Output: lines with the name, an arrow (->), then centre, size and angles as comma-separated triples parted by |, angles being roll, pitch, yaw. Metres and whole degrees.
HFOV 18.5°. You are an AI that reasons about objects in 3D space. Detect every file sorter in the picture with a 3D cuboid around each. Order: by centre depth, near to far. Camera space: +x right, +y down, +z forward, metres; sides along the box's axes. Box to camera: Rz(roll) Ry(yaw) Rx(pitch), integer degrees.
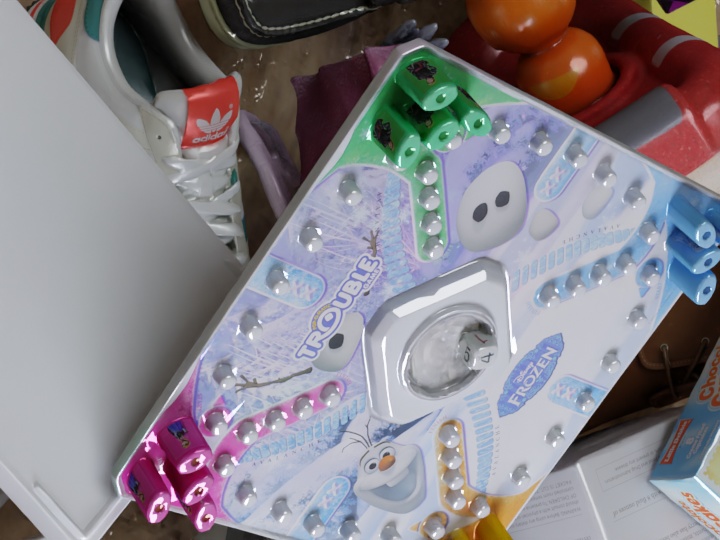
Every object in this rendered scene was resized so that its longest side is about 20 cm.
file sorter -> -0.162, 0.001, 0.859 | 0.200, 0.124, 0.139 | 50, 52, -14

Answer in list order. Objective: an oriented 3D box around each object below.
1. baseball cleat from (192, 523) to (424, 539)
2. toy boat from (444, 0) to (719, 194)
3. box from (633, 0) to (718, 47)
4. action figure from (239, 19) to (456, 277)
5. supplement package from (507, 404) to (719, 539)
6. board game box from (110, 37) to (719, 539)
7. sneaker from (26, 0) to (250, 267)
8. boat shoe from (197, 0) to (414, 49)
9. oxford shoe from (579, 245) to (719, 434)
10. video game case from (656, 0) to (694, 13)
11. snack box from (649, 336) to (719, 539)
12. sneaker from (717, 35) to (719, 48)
baseball cleat -> 0.007, 0.089, 0.970 | 0.200, 0.106, 0.070 | -51, 121, -30
toy boat -> 0.092, -0.095, 1.033 | 0.130, 0.200, 0.131 | -32, 114, -4
box -> 0.146, -0.157, 1.172 | 0.050, 0.075, 0.202 | 12, 70, -33
action figure -> 0.000, 0.000, 0.936 | 0.134, 0.148, 0.202 | 43, 44, -56
supplement package -> 0.134, 0.177, 1.026 | 0.121, 0.119, 0.202 | -17, 86, -40
board game box -> 0.034, 0.032, 0.837 | 0.199, 0.201, 0.026 | 22, 20, -43
sneaker -> -0.082, -0.038, 0.950 | 0.070, 0.093, 0.201 | -18, 87, -38
boat shoe -> 0.016, -0.155, 0.967 | 0.200, 0.066, 0.072 | -30, 111, -35
oxford shoe -> 0.146, 0.035, 1.059 | 0.199, 0.071, 0.072 | -30, 124, -2
video game case -> 0.120, -0.242, 1.046 | 0.182, 0.036, 0.201 | 56, 26, -21
snack box -> 0.221, 0.044, 1.012 | 0.116, 0.037, 0.201 | 39, 67, -21
sneaker -> 0.246, -0.063, 1.207 | 0.200, 0.088, 0.081 | 40, 55, -21
